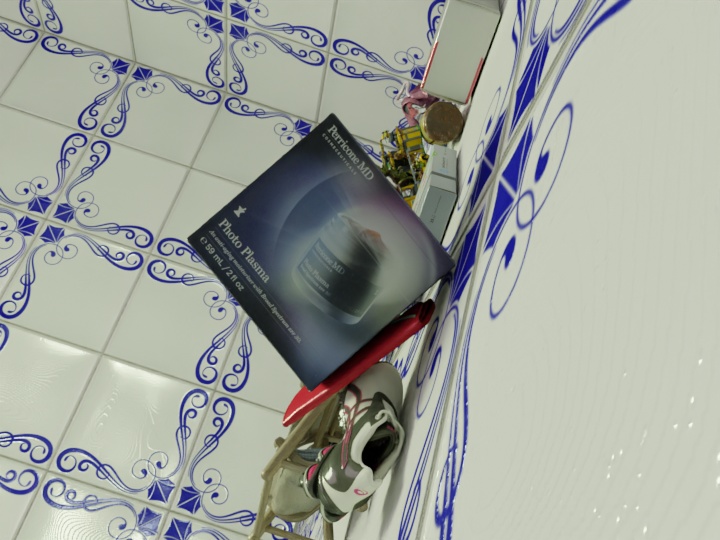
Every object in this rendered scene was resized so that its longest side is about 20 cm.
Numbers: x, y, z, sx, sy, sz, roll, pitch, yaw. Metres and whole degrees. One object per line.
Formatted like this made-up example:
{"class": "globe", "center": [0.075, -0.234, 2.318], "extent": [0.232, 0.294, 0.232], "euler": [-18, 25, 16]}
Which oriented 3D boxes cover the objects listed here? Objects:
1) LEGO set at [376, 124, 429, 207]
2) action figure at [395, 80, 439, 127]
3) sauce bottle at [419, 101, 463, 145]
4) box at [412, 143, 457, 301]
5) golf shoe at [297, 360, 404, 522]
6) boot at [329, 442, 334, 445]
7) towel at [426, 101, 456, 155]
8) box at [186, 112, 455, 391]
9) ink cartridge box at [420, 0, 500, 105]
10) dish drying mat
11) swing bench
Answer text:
{"class": "LEGO set", "center": [0.050, -0.154, 1.254], "extent": [0.200, 0.114, 0.156], "euler": [-175, 70, -85]}
{"class": "action figure", "center": [0.146, -0.439, 1.888], "extent": [0.135, 0.148, 0.200], "euler": [-65, -9, 31]}
{"class": "sauce bottle", "center": [0.127, -0.237, 1.207], "extent": [0.200, 0.065, 0.067], "euler": [-94, 21, -82]}
{"class": "box", "center": [0.092, -0.073, 1.023], "extent": [0.201, 0.041, 0.158], "euler": [-72, -1, -64]}
{"class": "golf shoe", "center": [0.017, 0.163, 0.748], "extent": [0.088, 0.077, 0.201], "euler": [-31, 19, 37]}
{"class": "boot", "center": [-0.041, 0.289, 1.179], "extent": [0.096, 0.073, 0.203], "euler": [-42, -29, -78]}
{"class": "towel", "center": [0.140, -0.216, 1.433], "extent": [0.200, 0.023, 0.149], "euler": [109, 177, -65]}
{"class": "box", "center": [-0.039, -0.019, 0.780], "extent": [0.198, 0.201, 0.123], "euler": [-41, 1, -2]}
{"class": "ink cartridge box", "center": [0.160, -0.371, 1.176], "extent": [0.201, 0.082, 0.148], "euler": [-74, 2, -59]}
{"class": "dish drying mat", "center": [-0.004, 0.098, 0.796], "extent": [0.199, 0.018, 0.077], "euler": [-38, 6, 22]}
{"class": "swing bench", "center": [-0.051, 0.244, 0.965], "extent": [0.200, 0.128, 0.201], "euler": [108, 180, -46]}
